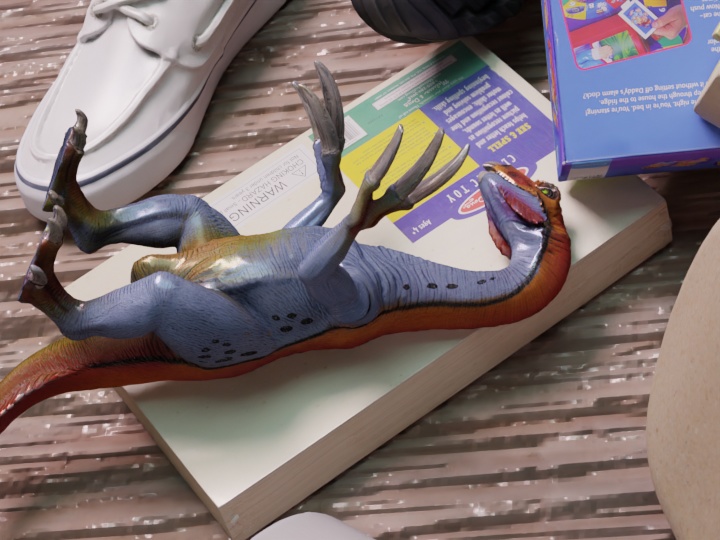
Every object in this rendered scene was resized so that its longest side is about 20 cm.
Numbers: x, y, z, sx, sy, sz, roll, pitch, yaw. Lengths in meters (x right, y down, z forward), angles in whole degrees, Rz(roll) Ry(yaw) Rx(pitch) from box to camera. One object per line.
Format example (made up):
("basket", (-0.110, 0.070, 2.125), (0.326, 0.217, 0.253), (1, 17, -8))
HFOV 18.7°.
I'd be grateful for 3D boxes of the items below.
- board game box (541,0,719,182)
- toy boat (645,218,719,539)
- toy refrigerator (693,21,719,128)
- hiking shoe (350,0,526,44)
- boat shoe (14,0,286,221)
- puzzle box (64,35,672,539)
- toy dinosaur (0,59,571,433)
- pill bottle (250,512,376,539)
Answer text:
("board game box", (0.163, -0.109, 0.780), (0.198, 0.045, 0.135), (-5, 85, 2))
("toy boat", (0.174, 0.060, 0.663), (0.130, 0.131, 0.201), (2, 43, -22))
("toy refrigerator", (0.185, -0.131, 0.720), (0.070, 0.076, 0.201), (29, 88, 4))
("hiking shoe", (0.022, -0.145, 0.908), (0.100, 0.076, 0.200), (-13, 27, 28))
("boat shoe", (-0.086, -0.108, 0.913), (0.073, 0.066, 0.201), (12, 54, 27))
("puzzle box", (0.000, 0.000, 0.817), (0.199, 0.025, 0.133), (-33, 48, -12))
("toy dinosaur", (-0.024, 0.001, 0.775), (0.180, 0.201, 0.105), (19, 34, -11))
("pill bottle", (0.043, 0.148, 0.614), (0.199, 0.113, 0.112), (28, 62, 35))
